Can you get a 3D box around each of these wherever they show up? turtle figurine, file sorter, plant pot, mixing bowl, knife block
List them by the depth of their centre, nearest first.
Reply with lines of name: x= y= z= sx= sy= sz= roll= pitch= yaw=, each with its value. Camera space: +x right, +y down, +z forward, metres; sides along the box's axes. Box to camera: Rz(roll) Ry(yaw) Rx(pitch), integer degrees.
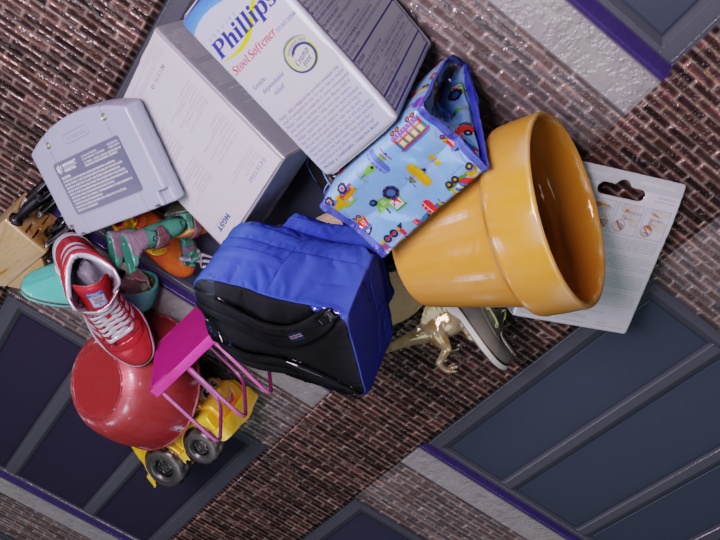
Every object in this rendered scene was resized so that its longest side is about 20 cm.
plant pot: x=0.138 y=-0.041 z=0.902 sx=0.181 sy=0.202 sz=0.201 roll=-15 pitch=125 yaw=32
turtle figurine: x=-0.209 y=-0.048 z=1.066 sx=0.149 sy=0.197 sz=0.103 roll=-26 pitch=82 yaw=60
file sorter: x=-0.158 y=0.099 z=1.114 sx=0.200 sy=0.139 sz=0.126 roll=-43 pitch=110 yaw=6
knife block: x=-0.467 y=-0.060 z=1.156 sx=0.196 sy=0.065 sz=0.178 roll=9 pitch=130 yaw=5
mixing bowl: x=-0.336 y=0.159 z=1.204 sx=0.197 sy=0.108 sz=0.205 roll=-2 pitch=86 yaw=28

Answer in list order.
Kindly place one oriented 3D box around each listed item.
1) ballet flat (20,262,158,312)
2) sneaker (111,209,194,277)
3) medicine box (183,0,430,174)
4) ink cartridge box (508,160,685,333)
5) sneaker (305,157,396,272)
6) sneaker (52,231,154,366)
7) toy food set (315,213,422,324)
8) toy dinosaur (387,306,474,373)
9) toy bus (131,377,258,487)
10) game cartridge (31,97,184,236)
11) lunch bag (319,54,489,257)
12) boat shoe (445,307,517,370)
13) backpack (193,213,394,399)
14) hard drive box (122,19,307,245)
ballet flat: x=-0.357 y=0.011 z=1.148 sx=0.198 sy=0.068 sz=0.071 roll=11 pitch=122 yaw=-48
sneaker: x=-0.290 y=-0.058 z=1.111 sx=0.072 sy=0.078 sz=0.201 roll=-22 pitch=123 yaw=25
medicine box: x=-0.042 y=-0.232 z=0.833 sx=0.102 sy=0.183 sz=0.200 roll=-34 pitch=109 yaw=34
ink cartridge box: x=0.276 y=-0.030 z=1.019 sx=0.157 sy=0.047 sz=0.203 roll=10 pitch=113 yaw=-13
sneaker: x=-0.004 y=-0.089 z=0.988 sx=0.070 sy=0.078 sz=0.202 roll=-33 pitch=101 yaw=-6
sneaker: x=-0.316 y=0.050 z=1.068 sx=0.071 sy=0.112 sz=0.202 roll=-35 pitch=114 yaw=-15
toy food set: x=0.000 y=0.000 z=1.112 sx=0.198 sy=0.049 sz=0.199 roll=-24 pitch=121 yaw=27
toy dinosaur: x=0.109 y=0.083 z=1.148 sx=0.197 sy=0.058 sz=0.102 roll=-28 pitch=118 yaw=6
toy bus: x=-0.284 y=0.203 z=1.303 sx=0.199 sy=0.136 sz=0.193 roll=-33 pitch=100 yaw=30
game cartridge: x=-0.298 y=-0.122 z=0.988 sx=0.197 sy=0.041 sz=0.135 roll=-12 pitch=104 yaw=38
lunch bag: x=0.048 y=-0.140 z=0.886 sx=0.094 sy=0.202 sz=0.150 roll=37 pitch=123 yaw=-21
boat shoe: x=0.148 y=0.049 z=1.059 sx=0.060 sy=0.072 sz=0.202 roll=-38 pitch=124 yaw=6
backpack: x=-0.069 y=0.030 z=0.937 sx=0.196 sy=0.169 sz=0.164 roll=9 pitch=136 yaw=21
hard drive box: x=-0.168 y=-0.153 z=0.960 sx=0.200 sy=0.077 sz=0.156 roll=46 pitch=128 yaw=5
